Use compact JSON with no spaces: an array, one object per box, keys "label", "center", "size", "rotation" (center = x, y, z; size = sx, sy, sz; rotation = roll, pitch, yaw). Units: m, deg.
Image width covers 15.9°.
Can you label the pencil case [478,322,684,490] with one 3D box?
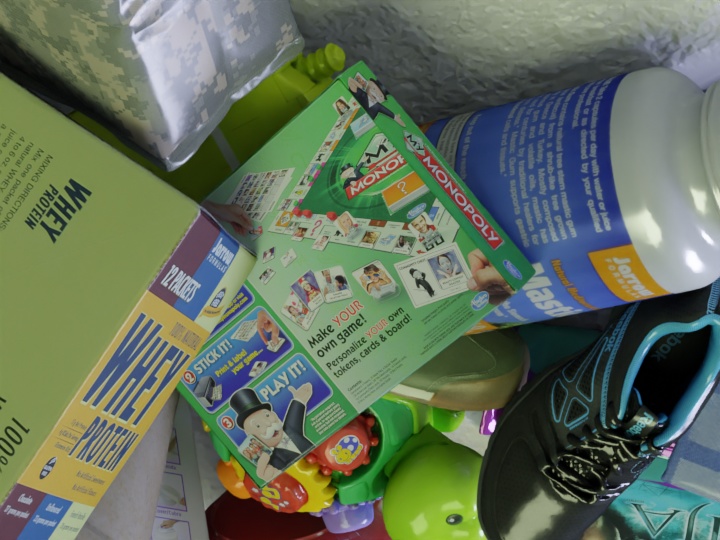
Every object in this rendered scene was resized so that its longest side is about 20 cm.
[{"label":"pencil case","center":[0.170,0.081,1.411],"size":[0.199,0.092,0.085],"rotation":[8,113,10]}]

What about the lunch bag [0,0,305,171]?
[{"label":"lunch bag","center":[-0.141,-0.165,1.202],"size":[0.200,0.118,0.164],"rotation":[29,154,33]}]

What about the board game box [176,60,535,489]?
[{"label":"board game box","center":[-0.026,0.006,1.284],"size":[0.200,0.029,0.135],"rotation":[-39,91,35]}]

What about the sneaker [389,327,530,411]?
[{"label":"sneaker","center":[0.000,0.000,1.368],"size":[0.200,0.067,0.090],"rotation":[25,139,17]}]

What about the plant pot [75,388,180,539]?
[{"label":"plant pot","center":[-0.183,0.106,1.405],"size":[0.200,0.184,0.201],"rotation":[13,148,8]}]

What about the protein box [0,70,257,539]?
[{"label":"protein box","center":[-0.193,0.011,1.226],"size":[0.200,0.199,0.135],"rotation":[33,177,14]}]

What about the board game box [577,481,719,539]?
[{"label":"board game box","center":[0.223,0.141,1.515],"size":[0.199,0.028,0.135],"rotation":[8,139,8]}]

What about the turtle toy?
[{"label":"turtle toy","center":[-0.009,0.094,1.449],"size":[0.200,0.101,0.146],"rotation":[18,148,15]}]

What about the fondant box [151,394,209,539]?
[{"label":"fondant box","center":[-0.149,0.174,1.526],"size":[0.058,0.200,0.144],"rotation":[11,142,-33]}]

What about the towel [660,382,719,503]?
[{"label":"towel","center":[0.273,0.076,1.341],"size":[0.200,0.147,0.024],"rotation":[19,-175,9]}]

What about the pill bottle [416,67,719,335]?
[{"label":"pill bottle","center":[0.119,-0.037,1.278],"size":[0.200,0.112,0.112],"rotation":[-12,133,29]}]

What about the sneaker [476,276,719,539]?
[{"label":"sneaker","center":[0.124,0.076,1.323],"size":[0.073,0.082,0.200],"rotation":[30,110,-9]}]

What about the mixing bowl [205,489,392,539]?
[{"label":"mixing bowl","center":[-0.032,0.183,1.539],"size":[0.200,0.200,0.109],"rotation":[-4,115,21]}]

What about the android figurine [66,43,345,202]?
[{"label":"android figurine","center":[-0.076,-0.052,1.324],"size":[0.200,0.041,0.182],"rotation":[-26,99,32]}]
